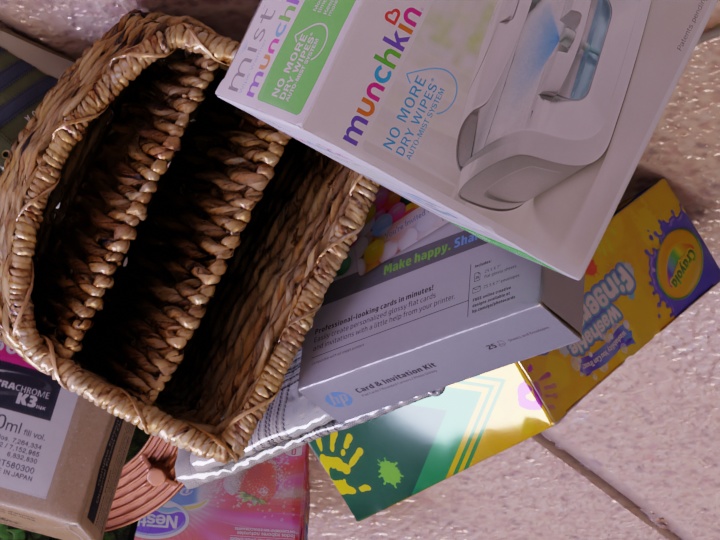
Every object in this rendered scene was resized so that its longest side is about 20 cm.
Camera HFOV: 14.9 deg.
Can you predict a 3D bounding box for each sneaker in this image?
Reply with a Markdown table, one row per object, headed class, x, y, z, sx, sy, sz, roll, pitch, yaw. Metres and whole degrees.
| class | x | y | z | sx | sy | sz | roll | pitch | yaw |
| --- | --- | --- | --- | --- | --- | --- | --- | --- | --- |
| sneaker | -0.205 | -0.079 | 1.495 | 0.199 | 0.090 | 0.067 | 18 | 146 | -20 |

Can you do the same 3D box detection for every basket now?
| class | x | y | z | sx | sy | sz | roll | pitch | yaw |
| --- | --- | --- | --- | --- | --- | --- | --- | --- | --- |
| basket | -0.101 | -0.027 | 1.428 | 0.142 | 0.201 | 0.149 | 28 | 180 | -29 |

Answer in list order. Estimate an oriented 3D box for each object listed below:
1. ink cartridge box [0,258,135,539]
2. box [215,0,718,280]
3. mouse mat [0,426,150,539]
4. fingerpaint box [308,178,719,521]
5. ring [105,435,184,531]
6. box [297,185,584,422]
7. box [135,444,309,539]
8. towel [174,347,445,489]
| class | x | y | z | sx | sy | sz | roll | pitch | yaw |
| --- | --- | --- | --- | --- | --- | --- | --- | --- | --- |
| ink cartridge box | -0.225 | 0.055 | 1.596 | 0.199 | 0.166 | 0.075 | 13 | 165 | 8 |
| box | 0.059 | -0.127 | 1.276 | 0.176 | 0.201 | 0.097 | 28 | 179 | -32 |
| mouse mat | -0.217 | 0.141 | 1.767 | 0.160 | 0.200 | 0.008 | 3 | 117 | 3 |
| fingerpaint box | 0.085 | 0.043 | 1.556 | 0.167 | 0.200 | 0.074 | -30 | 94 | 43 |
| ring | -0.185 | 0.071 | 1.681 | 0.199 | 0.019 | 0.202 | 2 | 108 | 6 |
| box | 0.046 | -0.034 | 1.429 | 0.155 | 0.201 | 0.041 | -20 | 138 | 33 |
| box | -0.135 | 0.167 | 1.869 | 0.199 | 0.095 | 0.103 | 4 | 147 | 1 |
| towel | -0.030 | 0.012 | 1.521 | 0.199 | 0.194 | 0.034 | -24 | 138 | 35 |
